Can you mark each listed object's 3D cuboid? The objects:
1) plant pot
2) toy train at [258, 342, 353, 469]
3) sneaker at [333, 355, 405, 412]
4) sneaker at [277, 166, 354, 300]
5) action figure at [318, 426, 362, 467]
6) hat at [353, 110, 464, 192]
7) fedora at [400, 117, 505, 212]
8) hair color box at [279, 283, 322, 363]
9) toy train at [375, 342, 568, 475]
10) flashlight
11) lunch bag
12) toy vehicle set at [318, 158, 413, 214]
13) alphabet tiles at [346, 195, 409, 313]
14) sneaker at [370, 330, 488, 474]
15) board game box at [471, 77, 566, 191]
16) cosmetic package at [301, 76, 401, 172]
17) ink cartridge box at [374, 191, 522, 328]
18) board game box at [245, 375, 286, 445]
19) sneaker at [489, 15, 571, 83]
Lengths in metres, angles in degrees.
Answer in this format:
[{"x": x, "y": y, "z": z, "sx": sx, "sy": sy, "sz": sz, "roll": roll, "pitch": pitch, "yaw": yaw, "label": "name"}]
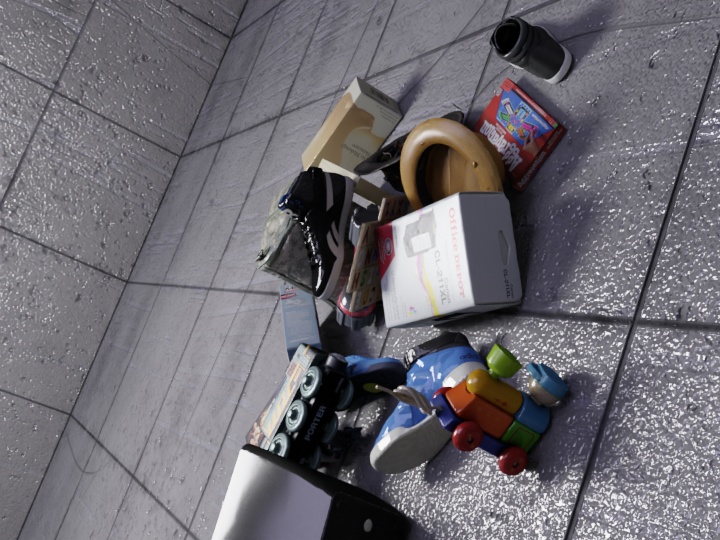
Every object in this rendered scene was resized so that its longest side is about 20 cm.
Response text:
[{"x": -0.057, "y": 0.352, "z": 1.094, "sx": 0.176, "sy": 0.199, "sz": 0.203, "roll": -6, "pitch": 60, "yaw": 48, "label": "plant pot"}, {"x": -0.083, "y": 0.202, "z": 1.245, "sx": 0.202, "sy": 0.084, "sz": 0.114, "roll": -64, "pitch": 31, "yaw": 5, "label": "toy train"}, {"x": -0.001, "y": 0.152, "z": 1.298, "sx": 0.199, "sy": 0.065, "sz": 0.079, "roll": -32, "pitch": 36, "yaw": 49, "label": "sneaker"}, {"x": -0.082, "y": -0.062, "z": 1.342, "sx": 0.073, "sy": 0.110, "sz": 0.203, "roll": 159, "pitch": 123, "yaw": -65, "label": "sneaker"}, {"x": -0.083, "y": 0.287, "z": 1.294, "sx": 0.200, "sy": 0.103, "sz": 0.196, "roll": -40, "pitch": 44, "yaw": 47, "label": "action figure"}, {"x": 0.091, "y": -0.174, "z": 1.382, "sx": 0.199, "sy": 0.082, "sz": 0.201, "roll": -27, "pitch": 13, "yaw": 7, "label": "hat"}, {"x": 0.144, "y": -0.127, "z": 1.206, "sx": 0.081, "sy": 0.202, "sz": 0.200, "roll": -32, "pitch": 7, "yaw": -33, "label": "fedora"}, {"x": -0.096, "y": 0.111, "z": 1.454, "sx": 0.201, "sy": 0.060, "sz": 0.100, "roll": -107, "pitch": 6, "yaw": -60, "label": "hair color box"}, {"x": 0.126, "y": 0.126, "z": 0.922, "sx": 0.116, "sy": 0.199, "sz": 0.085, "roll": -53, "pitch": 27, "yaw": 11, "label": "toy train"}, {"x": 0.000, "y": 0.000, "z": 1.334, "sx": 0.068, "sy": 0.067, "sz": 0.202, "roll": 52, "pitch": 148, "yaw": 40, "label": "flashlight"}, {"x": -0.070, "y": -0.035, "z": 1.456, "sx": 0.139, "sy": 0.198, "sz": 0.170, "roll": -26, "pitch": 40, "yaw": 56, "label": "lunch bag"}, {"x": 0.009, "y": -0.137, "z": 1.476, "sx": 0.027, "sy": 0.123, "sz": 0.200, "roll": -61, "pitch": 26, "yaw": 4, "label": "toy vehicle set"}, {"x": 0.027, "y": -0.027, "z": 1.282, "sx": 0.200, "sy": 0.007, "sz": 0.170, "roll": -18, "pitch": -56, "yaw": -70, "label": "alphabet tiles"}, {"x": 0.078, "y": 0.165, "z": 1.113, "sx": 0.200, "sy": 0.076, "sz": 0.112, "roll": -50, "pitch": 34, "yaw": 19, "label": "sneaker"}, {"x": 0.222, "y": -0.201, "z": 1.244, "sx": 0.104, "sy": 0.019, "sz": 0.201, "roll": -57, "pitch": 26, "yaw": 20, "label": "board game box"}, {"x": -0.019, "y": -0.260, "z": 1.670, "sx": 0.201, "sy": 0.104, "sz": 0.072, "roll": -53, "pitch": 27, "yaw": 26, "label": "cosmetic package"}, {"x": 0.111, "y": -0.010, "z": 1.149, "sx": 0.199, "sy": 0.082, "sz": 0.148, "roll": -21, "pitch": 73, "yaw": 56, "label": "ink cartridge box"}, {"x": -0.130, "y": 0.260, "z": 1.483, "sx": 0.201, "sy": 0.034, "sz": 0.136, "roll": -56, "pitch": 26, "yaw": 17, "label": "board game box"}, {"x": 0.229, "y": -0.341, "z": 1.265, "sx": 0.071, "sy": 0.098, "sz": 0.201, "roll": -57, "pitch": 25, "yaw": 17, "label": "sneaker"}]
